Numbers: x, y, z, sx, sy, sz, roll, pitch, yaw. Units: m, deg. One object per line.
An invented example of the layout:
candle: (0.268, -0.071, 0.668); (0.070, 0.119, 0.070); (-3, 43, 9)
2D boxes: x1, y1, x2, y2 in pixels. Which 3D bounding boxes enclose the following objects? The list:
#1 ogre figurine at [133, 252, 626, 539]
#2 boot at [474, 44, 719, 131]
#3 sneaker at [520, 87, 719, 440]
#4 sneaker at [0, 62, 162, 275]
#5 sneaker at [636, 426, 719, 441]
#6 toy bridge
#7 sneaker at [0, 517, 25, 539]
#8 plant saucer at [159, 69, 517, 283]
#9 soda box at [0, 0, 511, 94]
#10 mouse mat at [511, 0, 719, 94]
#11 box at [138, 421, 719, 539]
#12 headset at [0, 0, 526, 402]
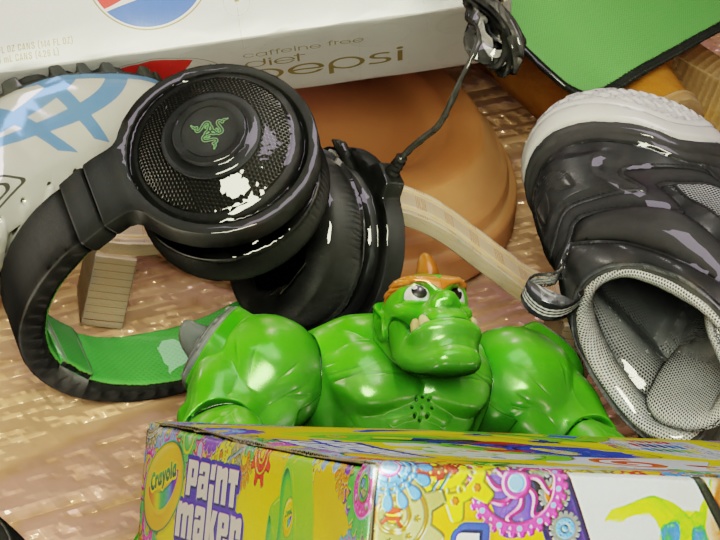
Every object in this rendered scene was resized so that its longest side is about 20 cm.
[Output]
ogre figurine: (0.014, 0.066, 0.817); (0.199, 0.098, 0.120); (-9, 54, -8)
boot: (0.081, -0.080, 1.091); (0.144, 0.071, 0.201); (28, 25, 18)
sneaker: (0.144, 0.016, 0.855); (0.199, 0.076, 0.114); (19, 41, -4)
sneaker: (-0.139, -0.013, 0.882); (0.199, 0.072, 0.073); (-28, 74, -35)
sneaker: (0.159, 0.042, 0.946); (0.090, 0.076, 0.200); (27, 40, 2)
toy bridge: (0.000, 0.000, 0.930); (0.199, 0.068, 0.027); (8, 32, -11)
sneaker: (-0.180, 0.044, 0.760); (0.199, 0.090, 0.070); (26, 33, 17)
plant saucer: (-0.029, -0.058, 1.037); (0.199, 0.038, 0.201); (11, 33, -7)
soda box: (-0.046, -0.104, 0.948); (0.199, 0.068, 0.064); (-9, 76, -1)
mouse mat: (0.076, -0.144, 1.068); (0.161, 0.008, 0.200); (44, 33, 11)
box: (0.056, 0.105, 0.656); (0.191, 0.123, 0.200); (4, -2, -18)
headset: (-0.032, -0.033, 0.848); (0.123, 0.199, 0.094); (35, 27, -55)
